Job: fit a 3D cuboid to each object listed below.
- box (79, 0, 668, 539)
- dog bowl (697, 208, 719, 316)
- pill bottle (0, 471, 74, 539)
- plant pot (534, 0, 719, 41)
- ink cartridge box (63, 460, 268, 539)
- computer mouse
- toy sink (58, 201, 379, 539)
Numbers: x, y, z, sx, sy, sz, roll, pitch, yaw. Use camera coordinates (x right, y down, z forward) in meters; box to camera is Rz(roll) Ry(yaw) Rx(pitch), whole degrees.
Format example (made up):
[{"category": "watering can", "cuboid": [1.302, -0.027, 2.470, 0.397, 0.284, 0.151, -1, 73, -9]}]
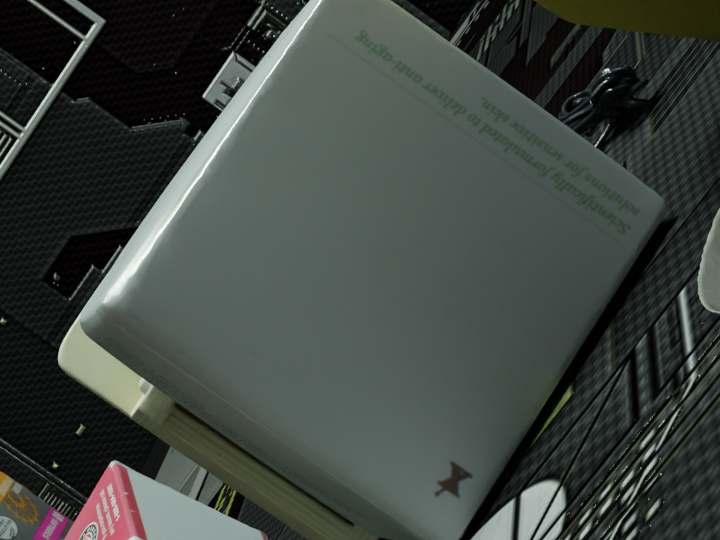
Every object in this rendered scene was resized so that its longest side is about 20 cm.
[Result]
[{"category": "box", "cuboid": [0.000, 0.000, 1.110, 0.201, 0.199, 0.171, -56, 6, -9]}, {"category": "dog bowl", "cuboid": [0.178, -0.053, 0.647, 0.201, 0.059, 0.200, -54, 5, 7]}, {"category": "pill bottle", "cuboid": [-0.177, 0.214, 1.356, 0.117, 0.199, 0.116, -54, 6, 8]}, {"category": "plant pot", "cuboid": [0.150, -0.208, 1.015, 0.201, 0.193, 0.196, 82, -160, -53]}, {"category": "ink cartridge box", "cuboid": [-0.110, 0.204, 0.947, 0.201, 0.083, 0.145, -57, 23, 11]}, {"category": "computer mouse", "cuboid": [0.092, -0.034, 1.332, 0.201, 0.044, 0.110, -56, 7, -4]}, {"category": "toy sink", "cuboid": [-0.051, 0.049, 1.242, 0.131, 0.200, 0.112, -55, 3, -9]}]
